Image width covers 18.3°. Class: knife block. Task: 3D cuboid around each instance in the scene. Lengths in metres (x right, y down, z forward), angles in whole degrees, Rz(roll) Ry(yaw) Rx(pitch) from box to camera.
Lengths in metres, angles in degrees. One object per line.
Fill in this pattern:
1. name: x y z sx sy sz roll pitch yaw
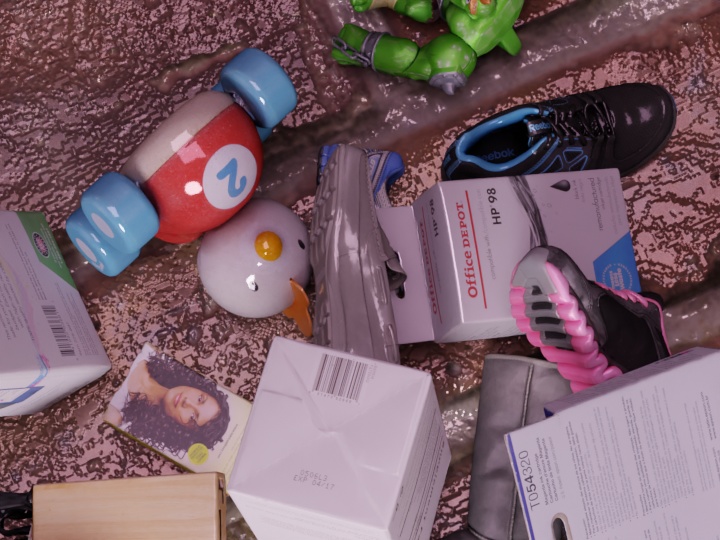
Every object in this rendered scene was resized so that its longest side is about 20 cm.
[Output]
1. knife block: -0.214 0.195 1.699 0.174 0.200 0.065 4 77 -27

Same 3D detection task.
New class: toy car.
1. toy car: -0.095 -0.033 1.750 0.184 0.177 0.200 -44 92 -18

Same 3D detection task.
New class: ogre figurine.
1. ogre figurine: 0.079 -0.228 1.816 0.120 0.098 0.200 38 66 27

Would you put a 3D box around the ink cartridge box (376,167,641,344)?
1. ink cartridge box: 0.112 -0.010 1.746 0.198 0.067 0.117 -5 78 -20

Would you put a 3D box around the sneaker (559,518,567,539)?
1. sneaker: 0.198 0.240 1.701 0.082 0.078 0.201 -20 82 -38

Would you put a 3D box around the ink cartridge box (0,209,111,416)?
1. ink cartridge box: -0.298 0.033 1.712 0.087 0.200 0.146 -29 79 19

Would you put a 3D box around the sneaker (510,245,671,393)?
1. sneaker: 0.187 0.041 1.692 0.079 0.200 0.096 16 60 49

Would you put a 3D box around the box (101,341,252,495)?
1. box: -0.101 0.139 1.765 0.199 0.050 0.076 28 80 7

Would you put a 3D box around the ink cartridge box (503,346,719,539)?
1. ink cartridge box: 0.200 0.178 1.633 0.199 0.043 0.198 -17 99 -24

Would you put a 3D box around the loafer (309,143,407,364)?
1. loafer: 0.000 0.000 1.711 0.069 0.070 0.202 6 69 -18

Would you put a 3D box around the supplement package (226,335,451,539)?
1. supplement package: -0.010 0.146 1.623 0.120 0.200 0.121 13 71 11

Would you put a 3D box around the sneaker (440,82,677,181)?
1. sneaker: 0.162 -0.104 1.789 0.198 0.082 0.074 -19 76 -3

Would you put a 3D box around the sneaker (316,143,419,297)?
1. sneaker: 0.014 -0.007 1.779 0.084 0.077 0.202 -5 79 -3

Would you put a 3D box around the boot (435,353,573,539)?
1. boot: 0.093 0.164 1.742 0.180 0.073 0.202 9 85 -10
